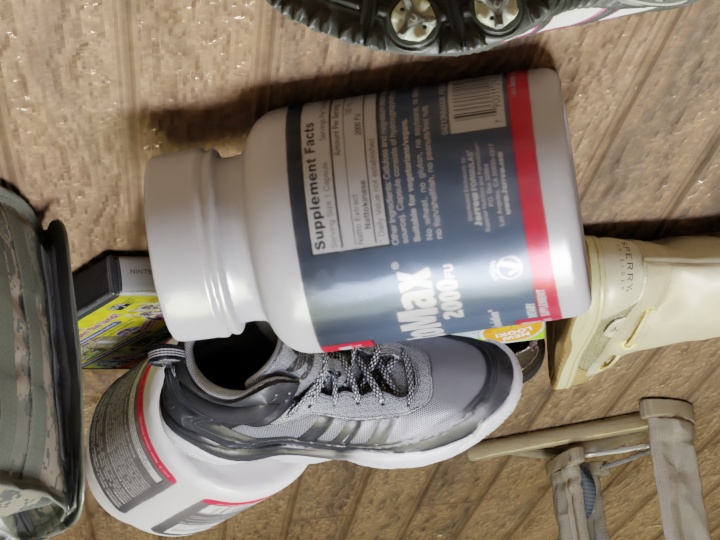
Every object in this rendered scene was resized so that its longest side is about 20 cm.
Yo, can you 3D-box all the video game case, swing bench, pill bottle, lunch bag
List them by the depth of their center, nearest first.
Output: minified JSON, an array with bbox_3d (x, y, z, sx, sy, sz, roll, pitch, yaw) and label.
[{"bbox_3d":[0.004,-0.024,1.277,0.199,0.120,0.120,-8,166,6],"label":"pill bottle"},{"bbox_3d":[-0.203,0.048,1.368,0.117,0.165,0.200,-9,167,16],"label":"lunch bag"},{"bbox_3d":[-0.111,0.028,1.632,0.180,0.026,0.200,1,165,-30],"label":"video game case"},{"bbox_3d":[-0.105,0.102,1.649,0.110,0.111,0.200,-1,166,-22],"label":"pill bottle"},{"bbox_3d":[0.214,0.226,2.242,0.199,0.200,0.129,-16,164,37],"label":"swing bench"}]

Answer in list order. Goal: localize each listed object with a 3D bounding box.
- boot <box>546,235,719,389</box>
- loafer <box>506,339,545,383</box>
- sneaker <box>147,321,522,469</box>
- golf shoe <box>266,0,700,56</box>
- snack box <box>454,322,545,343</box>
[{"bbox_3d":[0.194,0.023,1.664,0.155,0.073,0.200,-4,161,-3],"label":"boot"},{"bbox_3d":[0.028,0.052,1.717,0.199,0.073,0.071,-15,165,-16],"label":"loafer"},{"bbox_3d":[-0.015,0.056,1.425,0.199,0.076,0.114,-5,157,4],"label":"sneaker"},{"bbox_3d":[0.056,-0.116,1.025,0.199,0.078,0.088,-5,174,-7],"label":"golf shoe"},{"bbox_3d":[0.000,0.000,1.465,0.199,0.053,0.142,-7,156,1],"label":"snack box"}]
